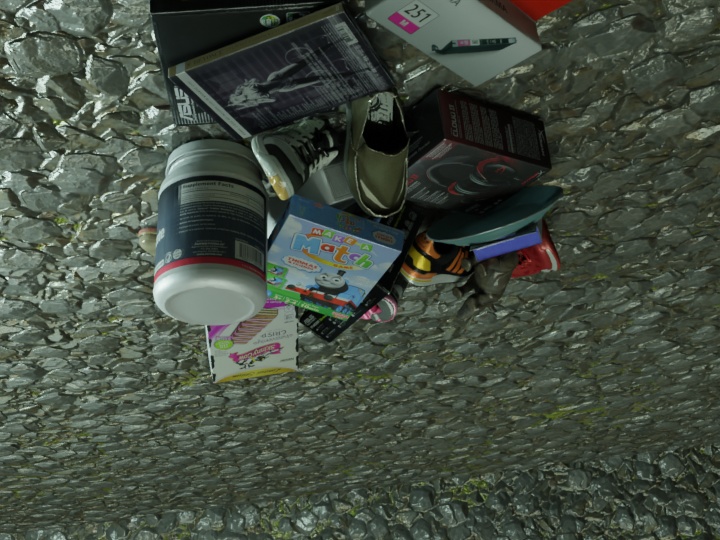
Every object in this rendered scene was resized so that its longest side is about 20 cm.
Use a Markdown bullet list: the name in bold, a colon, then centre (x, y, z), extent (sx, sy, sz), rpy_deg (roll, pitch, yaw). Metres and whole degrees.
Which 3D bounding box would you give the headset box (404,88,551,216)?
- **headset box**: centre (0.119, -0.147, 1.270), extent (0.198, 0.076, 0.148), rpy_deg (10, 152, -33)

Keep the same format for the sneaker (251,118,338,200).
- **sneaker**: centre (-0.069, -0.143, 1.156), extent (0.087, 0.076, 0.200), rpy_deg (-24, -163, 8)

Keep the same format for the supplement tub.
- **supplement tub**: centre (-0.185, -0.046, 1.245), extent (0.138, 0.202, 0.141), rpy_deg (-2, 154, -1)

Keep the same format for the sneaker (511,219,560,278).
- **sneaker**: centre (0.241, -0.015, 1.542), extent (0.114, 0.079, 0.200), rpy_deg (-20, 165, 4)

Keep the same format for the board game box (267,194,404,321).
- **board game box**: centre (-0.050, -0.011, 1.290), extent (0.150, 0.037, 0.200), rpy_deg (17, 145, -13)

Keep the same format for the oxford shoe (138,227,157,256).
- **oxford shoe**: centre (-0.242, 0.003, 1.462), extent (0.199, 0.076, 0.070), rpy_deg (29, 152, -26)

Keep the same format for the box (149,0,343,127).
- **box**: centre (-0.116, -0.230, 1.059), extent (0.191, 0.048, 0.200), rpy_deg (-7, 155, -7)

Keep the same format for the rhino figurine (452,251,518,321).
- **rhino figurine**: centre (0.189, 0.023, 1.517), extent (0.087, 0.060, 0.201), rpy_deg (-29, 154, -24)

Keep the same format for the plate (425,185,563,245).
- **plate**: centre (0.187, -0.071, 1.374), extent (0.198, 0.026, 0.200), rpy_deg (-20, -166, 5)

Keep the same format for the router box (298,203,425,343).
- **router box**: centre (0.000, 0.000, 1.461), extent (0.062, 0.151, 0.200), rpy_deg (35, 143, -10)

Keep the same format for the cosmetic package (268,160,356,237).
- **cosmetic package**: centre (-0.064, -0.091, 1.307), extent (0.082, 0.051, 0.199), rpy_deg (-18, 176, -37)

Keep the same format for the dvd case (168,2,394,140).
- **dvd case**: centre (-0.080, -0.204, 1.052), extent (0.198, 0.016, 0.149), rpy_deg (-17, 155, 17)

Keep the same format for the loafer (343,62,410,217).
- **loafer**: centre (0.019, -0.141, 1.161), extent (0.074, 0.070, 0.202), rpy_deg (-15, 126, -8)

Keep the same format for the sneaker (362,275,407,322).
- **sneaker**: centre (-0.002, 0.032, 1.631), extent (0.198, 0.096, 0.079), rpy_deg (1, 136, 42)

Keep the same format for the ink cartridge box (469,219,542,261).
- **ink cartridge box**: centre (0.208, -0.055, 1.407), extent (0.094, 0.037, 0.200), rpy_deg (-16, -168, 15)

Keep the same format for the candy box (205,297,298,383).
- **candy box**: centre (-0.160, 0.073, 1.457), extent (0.135, 0.061, 0.201), rpy_deg (-8, 138, -10)

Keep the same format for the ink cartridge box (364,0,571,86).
- **ink cartridge box**: centre (0.130, -0.280, 1.024), extent (0.173, 0.044, 0.199), rpy_deg (-24, 151, 36)

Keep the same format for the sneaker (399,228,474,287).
- **sneaker**: centre (0.137, -0.033, 1.495), extent (0.199, 0.070, 0.090), rpy_deg (-14, 147, -50)
